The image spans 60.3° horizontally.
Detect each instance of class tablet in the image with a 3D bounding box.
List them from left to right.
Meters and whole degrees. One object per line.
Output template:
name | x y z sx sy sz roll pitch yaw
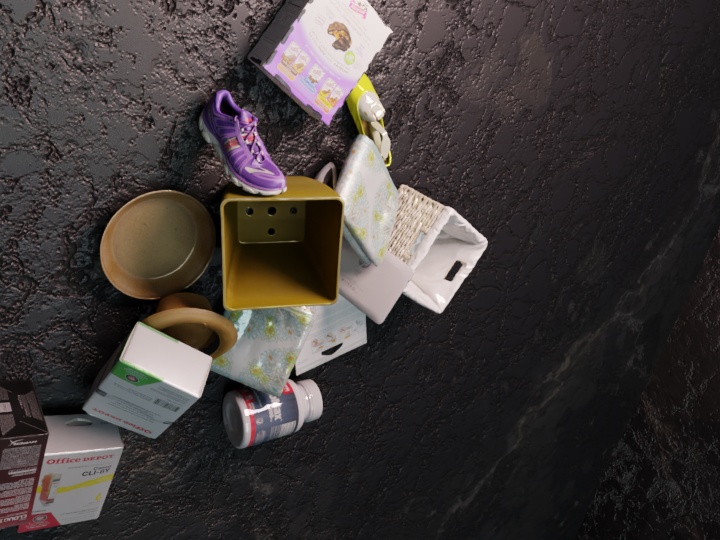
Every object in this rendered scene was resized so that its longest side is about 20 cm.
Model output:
tablet | 0.000 0.000 1.259 0.131 0.199 0.014 -56 160 6

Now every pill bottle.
pill bottle | -0.187 0.301 1.344 0.197 0.119 0.122 -8 122 -36

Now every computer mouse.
computer mouse | -0.073 -0.105 1.179 0.043 0.109 0.205 1 83 -17

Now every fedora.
fedora | -0.315 0.098 1.112 0.196 0.083 0.202 -9 147 -6

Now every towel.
towel | -0.197 0.133 1.213 0.169 0.048 0.203 25 102 -8
towel | 0.013 -0.129 1.187 0.201 0.047 0.174 53 47 -49

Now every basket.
basket | 0.136 -0.046 1.349 0.200 0.160 0.199 -55 140 4

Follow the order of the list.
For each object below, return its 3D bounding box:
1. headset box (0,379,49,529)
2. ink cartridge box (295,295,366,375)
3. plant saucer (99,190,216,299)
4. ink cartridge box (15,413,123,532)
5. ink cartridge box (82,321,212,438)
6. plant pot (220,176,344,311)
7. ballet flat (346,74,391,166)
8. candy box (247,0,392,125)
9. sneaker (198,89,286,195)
headset box | -0.579 0.306 1.012 0.074 0.148 0.203 5 113 -41
ink cartridge box | -0.075 0.117 1.374 0.197 0.043 0.176 -21 129 -28
plant saucer | -0.346 -0.047 1.057 0.197 0.035 0.203 -21 129 -28
ink cartridge box | -0.527 0.361 1.112 0.143 0.084 0.202 5 122 -40
ink cartridge box | -0.369 0.195 1.066 0.145 0.085 0.199 31 132 -23
plant pot | -0.146 -0.069 1.083 0.196 0.177 0.203 -3 121 -14
ballet flat | 0.023 -0.284 1.184 0.066 0.067 0.202 -34 132 -20
candy box | -0.065 -0.383 1.048 0.201 0.071 0.167 -54 135 3
sneaker | -0.184 -0.201 0.974 0.080 0.201 0.084 -26 162 -49
